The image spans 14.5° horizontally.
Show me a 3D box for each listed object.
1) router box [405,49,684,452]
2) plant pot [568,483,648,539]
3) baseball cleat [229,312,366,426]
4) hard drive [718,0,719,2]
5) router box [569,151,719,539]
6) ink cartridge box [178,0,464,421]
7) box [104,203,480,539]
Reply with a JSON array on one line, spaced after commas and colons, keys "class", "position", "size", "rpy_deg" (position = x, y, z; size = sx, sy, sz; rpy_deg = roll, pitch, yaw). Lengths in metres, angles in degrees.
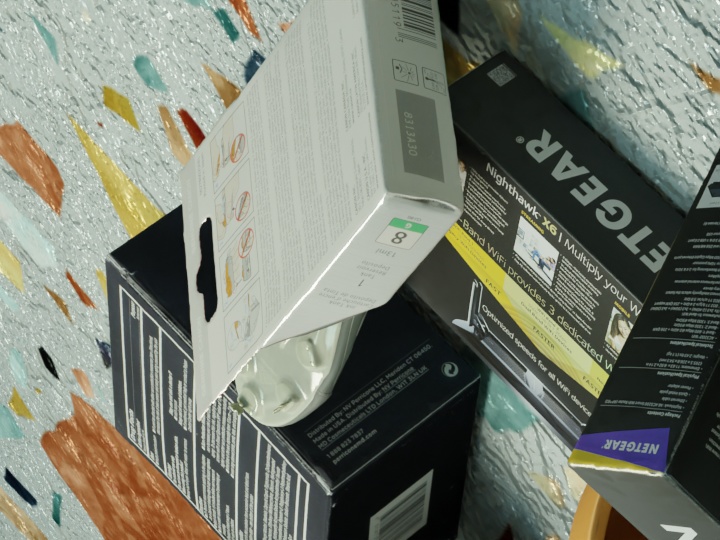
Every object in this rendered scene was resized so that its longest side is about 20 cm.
[{"class": "router box", "position": [0.108, 0.014, 1.370], "size": [0.200, 0.052, 0.158], "rpy_deg": [46, 154, 23]}, {"class": "plant pot", "position": [0.170, 0.147, 1.248], "size": [0.201, 0.200, 0.140], "rpy_deg": [55, 160, 1]}, {"class": "baseball cleat", "position": [0.000, 0.000, 1.474], "size": [0.070, 0.106, 0.201], "rpy_deg": [47, 134, 22]}, {"class": "hard drive", "position": [0.143, -0.173, 1.015], "size": [0.200, 0.033, 0.140], "rpy_deg": [46, 127, 22]}, {"class": "router box", "position": [0.184, 0.060, 1.066], "size": [0.052, 0.158, 0.200], "rpy_deg": [1, 146, 50]}, {"class": "ink cartridge box", "position": [-0.023, -0.039, 1.375], "size": [0.200, 0.050, 0.162], "rpy_deg": [-52, 34, 44]}, {"class": "box", "position": [-0.042, 0.076, 1.647], "size": [0.198, 0.123, 0.200], "rpy_deg": [44, 155, 22]}]
